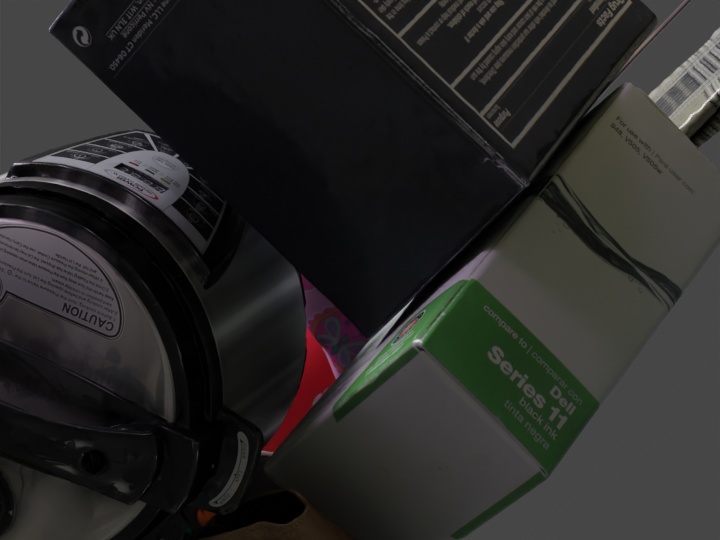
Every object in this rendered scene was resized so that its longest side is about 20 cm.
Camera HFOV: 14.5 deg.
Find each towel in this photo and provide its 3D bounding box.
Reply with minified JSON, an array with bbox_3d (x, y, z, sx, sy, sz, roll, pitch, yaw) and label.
[{"bbox_3d":[0.205,-0.101,1.644,0.200,0.035,0.193,-43,6,8],"label":"towel"}]

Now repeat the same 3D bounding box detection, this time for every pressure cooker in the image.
[{"bbox_3d":[-0.126,0.040,1.237,0.175,0.180,0.200,-21,5,22],"label":"pressure cooker"}]

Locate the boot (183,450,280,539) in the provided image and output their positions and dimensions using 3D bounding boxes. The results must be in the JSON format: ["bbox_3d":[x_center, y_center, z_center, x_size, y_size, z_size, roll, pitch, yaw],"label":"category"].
[{"bbox_3d":[-0.101,0.162,1.409,0.199,0.073,0.144,-8,-32,-49],"label":"boot"}]

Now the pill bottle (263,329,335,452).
[{"bbox_3d":[-0.063,0.087,1.507,0.200,0.112,0.112,-42,1,-23],"label":"pill bottle"}]

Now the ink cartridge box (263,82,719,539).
[{"bbox_3d":[0.067,0.027,1.254,0.200,0.083,0.147,-49,4,-38],"label":"ink cartridge box"}]

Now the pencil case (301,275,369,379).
[{"bbox_3d":[0.000,0.000,1.381,0.087,0.201,0.087,-27,13,7],"label":"pencil case"}]

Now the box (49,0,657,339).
[{"bbox_3d":[0.001,-0.109,1.264,0.123,0.198,0.200,-46,1,34],"label":"box"}]

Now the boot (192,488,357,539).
[{"bbox_3d":[-0.060,0.144,1.256,0.200,0.076,0.074,-28,16,51],"label":"boot"}]
